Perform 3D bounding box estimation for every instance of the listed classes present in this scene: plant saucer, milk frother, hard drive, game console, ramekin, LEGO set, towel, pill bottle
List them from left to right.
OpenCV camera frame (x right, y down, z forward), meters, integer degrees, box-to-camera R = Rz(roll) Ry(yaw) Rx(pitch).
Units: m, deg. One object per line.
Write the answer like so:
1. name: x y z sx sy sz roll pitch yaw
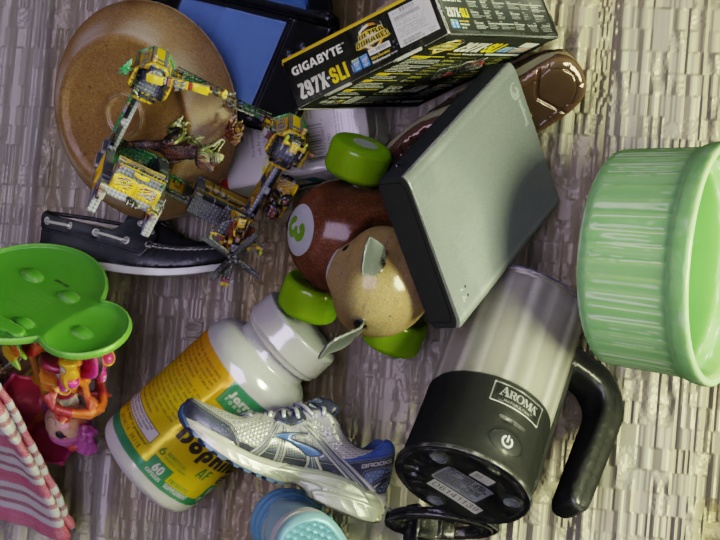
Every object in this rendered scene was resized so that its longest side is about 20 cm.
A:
1. towel: -0.353 0.164 1.778 0.146 0.200 0.030 7 44 33
2. plant saucer: -0.203 -0.141 1.738 0.200 0.035 0.201 7 105 28
3. LEGO set: -0.139 -0.086 1.642 0.200 0.116 0.154 33 113 -18
4. game console: -0.132 -0.234 1.708 0.200 0.119 0.173 17 78 25
5. pill bottle: -0.123 0.115 1.742 0.200 0.113 0.113 -41 75 10
6. hard drive: 0.093 -0.065 1.601 0.033 0.200 0.140 -4 120 35
7. milk frother: 0.102 0.129 1.666 0.200 0.180 0.188 -14 42 44
8. ramekin: 0.250 -0.008 1.591 0.097 0.200 0.201 5 88 26

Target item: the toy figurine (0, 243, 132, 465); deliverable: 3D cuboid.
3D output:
1. toy figurine: -0.277 0.101 1.765 0.200 0.150 0.185 25 134 35

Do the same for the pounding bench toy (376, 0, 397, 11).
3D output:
1. pounding bench toy: 0.072 -0.285 1.684 0.124 0.156 0.200 40 99 16

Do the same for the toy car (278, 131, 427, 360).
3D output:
1. toy car: 0.000 0.000 1.609 0.157 0.200 0.165 21 110 5

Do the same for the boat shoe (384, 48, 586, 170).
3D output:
1. boat shoe: 0.105 -0.130 1.712 0.202 0.075 0.075 -26 113 8

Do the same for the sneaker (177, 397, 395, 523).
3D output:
1. sneaker: -0.060 0.143 1.673 0.200 0.077 0.085 24 85 -13

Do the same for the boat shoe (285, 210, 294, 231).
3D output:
1. boat shoe: 0.033 -0.035 1.729 0.201 0.061 0.072 -1 85 18

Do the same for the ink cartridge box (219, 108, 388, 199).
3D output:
1. ink cartridge box: -0.080 -0.132 1.768 0.199 0.067 0.117 -10 81 17

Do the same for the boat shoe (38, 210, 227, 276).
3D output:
1. boat shoe: -0.213 -0.026 1.801 0.199 0.076 0.061 2 92 17

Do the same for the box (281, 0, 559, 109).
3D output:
1. box: 0.053 -0.187 1.644 0.159 0.200 0.049 -25 81 32

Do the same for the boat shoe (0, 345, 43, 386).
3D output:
1. boat shoe: -0.373 0.093 1.847 0.200 0.070 0.070 -41 74 10

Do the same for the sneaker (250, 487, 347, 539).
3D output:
1. sneaker: -0.029 0.274 1.726 0.079 0.131 0.200 -30 113 -10
